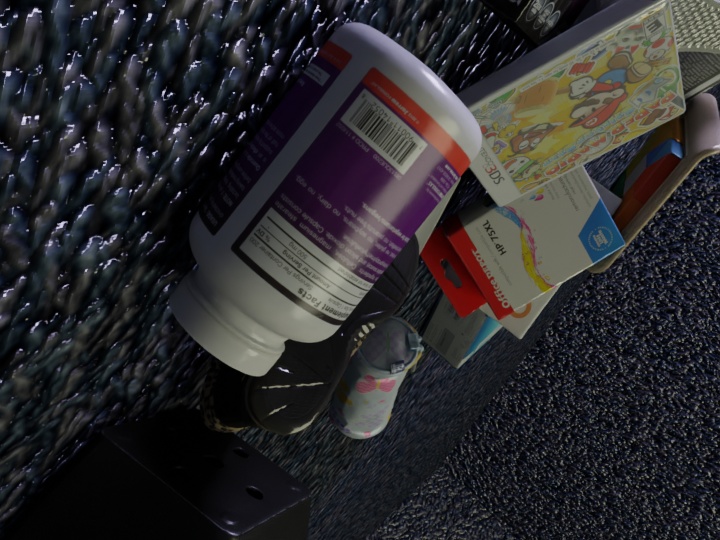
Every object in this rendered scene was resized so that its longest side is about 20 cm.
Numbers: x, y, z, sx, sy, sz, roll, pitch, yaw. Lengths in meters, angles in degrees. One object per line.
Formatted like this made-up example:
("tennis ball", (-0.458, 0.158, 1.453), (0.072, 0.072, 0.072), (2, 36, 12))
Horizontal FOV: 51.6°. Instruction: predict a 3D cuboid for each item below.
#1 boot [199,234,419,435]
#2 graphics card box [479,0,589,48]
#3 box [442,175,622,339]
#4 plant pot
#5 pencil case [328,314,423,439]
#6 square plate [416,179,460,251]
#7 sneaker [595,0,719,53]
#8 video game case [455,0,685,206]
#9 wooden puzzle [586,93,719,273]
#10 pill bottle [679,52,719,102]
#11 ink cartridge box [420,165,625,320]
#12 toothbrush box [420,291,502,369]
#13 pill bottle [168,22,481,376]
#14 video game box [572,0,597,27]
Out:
("boot", (-0.045, 0.046, 0.586), (0.150, 0.073, 0.201), (-29, -155, 56))
("graphics card box", (0.172, -0.268, 0.552), (0.201, 0.051, 0.125), (-54, 162, 18))
("box", (0.201, -0.040, 0.912), (0.201, 0.124, 0.097), (-55, 178, 8))
("plant pot", (-0.151, 0.227, 0.586), (0.179, 0.199, 0.199), (-62, 160, 8))
("pencil case", (0.015, 0.138, 0.945), (0.090, 0.084, 0.201), (-14, 148, -23))
("square plate", (0.000, 0.000, 0.724), (0.199, 0.028, 0.199), (-27, 151, -50))
("sneaker", (0.269, -0.252, 0.654), (0.197, 0.106, 0.076), (-2, 149, -28))
("video game case", (0.183, -0.142, 0.660), (0.198, 0.023, 0.182), (-28, 152, 17))
("wooden puzzle", (0.337, -0.109, 0.878), (0.201, 0.037, 0.185), (-54, -179, 36))
("pill bottle", (0.378, -0.262, 0.858), (0.115, 0.117, 0.199), (-33, -179, -39))
("ink cartridge box", (0.170, -0.030, 0.821), (0.199, 0.117, 0.067), (-33, -166, 11))
("toothbrush box", (0.202, 0.041, 1.184), (0.199, 0.085, 0.147), (-34, 156, -37))
("pill bottle", (-0.026, -0.038, 0.451), (0.201, 0.112, 0.112), (-51, 162, 7))
("video game box", (0.270, -0.304, 0.719), (0.182, 0.047, 0.201), (-39, 160, -22))
